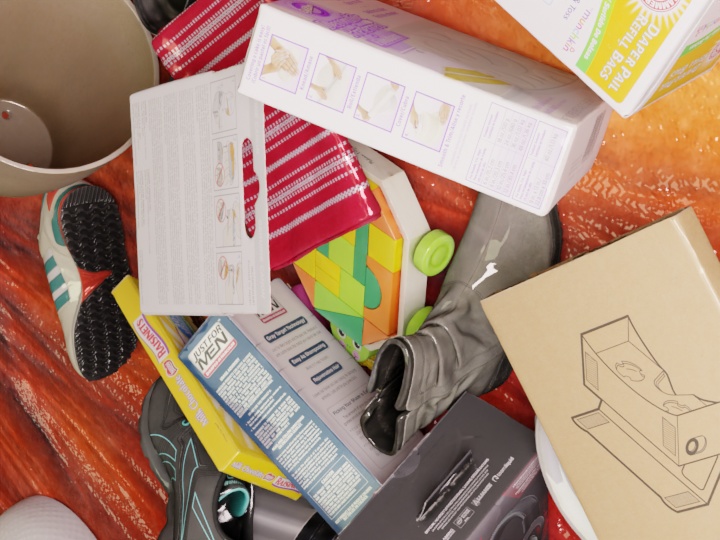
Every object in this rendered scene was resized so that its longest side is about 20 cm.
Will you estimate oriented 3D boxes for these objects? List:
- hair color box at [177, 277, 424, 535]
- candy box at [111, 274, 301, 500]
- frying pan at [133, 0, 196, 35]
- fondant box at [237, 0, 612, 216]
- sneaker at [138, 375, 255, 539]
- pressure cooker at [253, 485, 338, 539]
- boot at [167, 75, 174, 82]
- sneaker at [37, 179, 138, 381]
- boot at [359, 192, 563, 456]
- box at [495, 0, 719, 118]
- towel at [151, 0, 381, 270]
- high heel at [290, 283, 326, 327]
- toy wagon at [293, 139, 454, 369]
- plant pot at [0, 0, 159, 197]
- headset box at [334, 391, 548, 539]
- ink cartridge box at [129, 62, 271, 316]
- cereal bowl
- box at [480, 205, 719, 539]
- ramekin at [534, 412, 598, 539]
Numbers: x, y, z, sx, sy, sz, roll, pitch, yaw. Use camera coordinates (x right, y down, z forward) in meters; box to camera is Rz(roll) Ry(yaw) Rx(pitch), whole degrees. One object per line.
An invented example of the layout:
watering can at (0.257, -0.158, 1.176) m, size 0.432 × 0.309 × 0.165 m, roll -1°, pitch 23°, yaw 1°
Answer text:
hair color box at (-0.034, 0.106, 1.060) m, size 0.200 × 0.100 × 0.061 m, roll 47°, pitch 115°, yaw 9°
candy box at (-0.117, 0.090, 1.097) m, size 0.026 × 0.102 × 0.200 m, roll -46°, pitch 54°, yaw 11°
frying pan at (-0.129, -0.253, 1.054) m, size 0.190 × 0.031 × 0.116 m, roll -37°, pitch 63°, yaw 51°
fondant box at (0.045, -0.108, 0.855) m, size 0.198 × 0.144 × 0.059 m, roll 22°, pitch 111°, yaw 13°
sneaker at (-0.116, 0.159, 1.082) m, size 0.079 × 0.075 × 0.202 m, roll -34°, pitch 52°, yaw 27°
pressure cooker at (-0.042, 0.259, 1.136) m, size 0.198 × 0.180 × 0.176 m, roll 8°, pitch 149°, yaw 38°
boot at (-0.070, -0.135, 1.050) m, size 0.166 × 0.065 × 0.200 m, roll 56°, pitch 133°, yaw 23°
sneaker at (-0.259, 0.002, 1.316) m, size 0.093 × 0.070 × 0.202 m, roll 35°, pitch 135°, yaw 50°
boot at (0.066, 0.033, 0.959) m, size 0.067 × 0.130 × 0.202 m, roll 32°, pitch 129°, yaw 28°
box at (0.130, -0.199, 0.794) m, size 0.200 × 0.112 × 0.102 m, roll 46°, pitch 133°, yaw 16°
towel at (-0.071, -0.106, 1.010) m, size 0.144 × 0.022 × 0.202 m, roll -21°, pitch 96°, yaw 50°
high heel at (-0.097, 0.064, 1.197) m, size 0.199 × 0.067 × 0.097 m, roll -5°, pitch 88°, yaw 44°
toy wagon at (0.000, 0.000, 1.057) m, size 0.155 × 0.039 × 0.202 m, roll 37°, pitch 138°, yaw 36°
plant pot at (-0.288, -0.140, 1.199) m, size 0.189 × 0.186 × 0.200 m, roll 60°, pitch 151°, yaw 2°
headset box at (0.063, 0.196, 0.988) m, size 0.077 × 0.149 × 0.201 m, roll 29°, pitch 147°, yaw 28°
ink cartridge box at (-0.095, -0.050, 0.958) m, size 0.199 × 0.057 × 0.165 m, roll -2°, pitch 90°, yaw 53°
cereal bowl at (-0.355, 0.357, 1.564) m, size 0.199 × 0.083 × 0.202 m, roll 22°, pitch 125°, yaw 35°
box at (0.172, 0.080, 0.823) m, size 0.163 × 0.021 × 0.202 m, roll -27°, pitch 90°, yaw 47°
ramekin at (0.201, 0.109, 0.895) m, size 0.201 × 0.094 × 0.204 m, roll 22°, pitch 124°, yaw 35°
